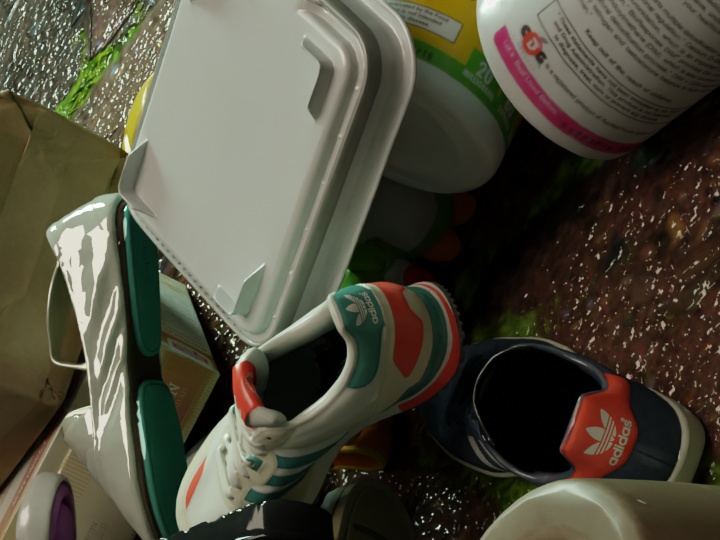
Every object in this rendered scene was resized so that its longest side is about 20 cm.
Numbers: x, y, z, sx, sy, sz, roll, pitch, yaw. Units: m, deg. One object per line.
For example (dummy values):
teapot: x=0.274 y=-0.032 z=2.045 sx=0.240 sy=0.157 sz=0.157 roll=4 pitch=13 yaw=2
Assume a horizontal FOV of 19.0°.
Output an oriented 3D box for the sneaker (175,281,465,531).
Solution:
sneaker: x=-0.043 y=0.069 z=1.045 sx=0.200 sy=0.093 sz=0.071 roll=-41 pitch=58 yaw=30

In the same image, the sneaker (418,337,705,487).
sneaker: x=0.073 y=0.062 z=1.029 sx=0.199 sy=0.084 sz=0.076 roll=9 pitch=77 yaw=57

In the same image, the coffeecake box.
coffeecake box: x=-0.162 y=0.085 z=1.324 sx=0.154 sy=0.073 sz=0.200 roll=-61 pitch=16 yaw=8

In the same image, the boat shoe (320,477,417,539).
boat shoe: x=-0.011 y=0.203 z=1.074 sx=0.068 sy=0.074 sz=0.202 roll=-27 pitch=50 yaw=38

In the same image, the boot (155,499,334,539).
boot: x=-0.083 y=0.218 z=1.046 sx=0.199 sy=0.076 sz=0.170 roll=-27 pitch=53 yaw=39

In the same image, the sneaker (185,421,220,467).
sneaker: x=-0.054 y=0.135 z=1.187 sx=0.089 sy=0.075 sz=0.200 roll=-55 pitch=31 yaw=8

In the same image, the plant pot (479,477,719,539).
plant pot: x=0.127 y=0.159 z=0.807 sx=0.200 sy=0.174 sz=0.202 roll=-33 pitch=46 yaw=42

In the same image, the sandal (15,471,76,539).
sandal: x=-0.158 y=0.209 z=1.208 sx=0.083 sy=0.049 sz=0.204 roll=-72 pitch=-20 yaw=-59

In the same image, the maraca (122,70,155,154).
maraca: x=-0.089 y=-0.084 z=1.314 sx=0.200 sy=0.106 sz=0.138 roll=127 pitch=155 yaw=-72

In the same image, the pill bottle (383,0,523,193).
pill bottle: x=0.058 y=-0.152 z=1.145 sx=0.111 sy=0.111 sz=0.201 roll=-10 pitch=47 yaw=53

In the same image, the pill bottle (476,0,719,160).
pill bottle: x=0.158 y=-0.148 z=1.010 sx=0.200 sy=0.113 sz=0.114 roll=-37 pitch=42 yaw=39

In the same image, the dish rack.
dish rack: x=-0.059 y=-0.071 z=1.090 sx=0.172 sy=0.043 sz=0.201 roll=46 pitch=126 yaw=38

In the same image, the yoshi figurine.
yoshi figurine: x=-0.013 y=0.000 z=1.180 sx=0.112 sy=0.111 sz=0.202 roll=-19 pitch=52 yaw=58

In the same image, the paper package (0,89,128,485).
paper package: x=-0.232 y=0.029 z=1.304 sx=0.200 sy=0.103 sz=0.192 roll=-45 pitch=26 yaw=52

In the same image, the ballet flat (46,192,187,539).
ballet flat: x=-0.137 y=0.060 z=1.184 sx=0.069 sy=0.069 sz=0.202 roll=-18 pitch=78 yaw=50
